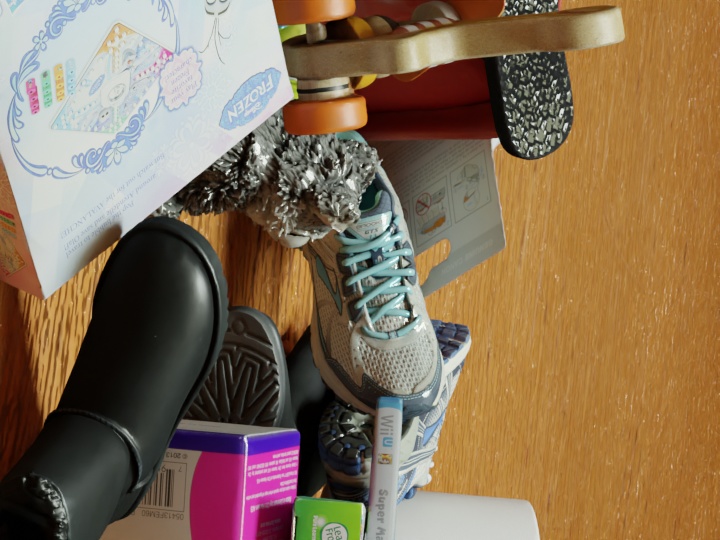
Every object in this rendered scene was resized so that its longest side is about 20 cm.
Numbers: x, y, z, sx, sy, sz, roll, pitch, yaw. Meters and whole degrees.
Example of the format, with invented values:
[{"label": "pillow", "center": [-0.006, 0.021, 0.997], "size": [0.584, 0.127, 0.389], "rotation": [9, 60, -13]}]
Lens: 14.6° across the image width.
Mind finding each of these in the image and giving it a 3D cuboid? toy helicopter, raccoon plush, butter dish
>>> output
[{"label": "toy helicopter", "center": [0.053, -0.128, 1.578], "size": [0.132, 0.199, 0.079], "rotation": [-27, 112, -68]}, {"label": "raccoon plush", "center": [-0.069, -0.087, 1.590], "size": [0.200, 0.133, 0.097], "rotation": [67, 32, -53]}, {"label": "butter dish", "center": [0.019, -0.195, 1.767], "size": [0.148, 0.198, 0.201], "rotation": [42, 56, -52]}]

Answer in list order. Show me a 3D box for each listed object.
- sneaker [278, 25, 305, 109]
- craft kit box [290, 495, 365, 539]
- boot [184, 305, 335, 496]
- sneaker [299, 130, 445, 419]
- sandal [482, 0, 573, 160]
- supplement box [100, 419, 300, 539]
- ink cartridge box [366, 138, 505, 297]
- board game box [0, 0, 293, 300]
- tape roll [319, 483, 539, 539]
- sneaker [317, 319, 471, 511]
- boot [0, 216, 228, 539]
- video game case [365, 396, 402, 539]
[{"label": "sneaker", "center": [-0.054, -0.137, 1.723], "size": [0.105, 0.075, 0.201], "rotation": [-77, 166, -47]}, {"label": "craft kit box", "center": [-0.023, 0.235, 1.642], "size": [0.200, 0.048, 0.199], "rotation": [81, 15, -84]}, {"label": "boot", "center": [-0.045, 0.073, 1.798], "size": [0.200, 0.065, 0.166], "rotation": [-40, 137, -62]}, {"label": "sneaker", "center": [0.000, 0.000, 1.743], "size": [0.087, 0.077, 0.201], "rotation": [96, -23, -55]}, {"label": "sandal", "center": [0.085, -0.162, 1.692], "size": [0.075, 0.045, 0.201], "rotation": [-25, 121, -29]}, {"label": "supplement box", "center": [-0.101, 0.188, 1.603], "size": [0.103, 0.101, 0.201], "rotation": [4, 91, -73]}, {"label": "ink cartridge box", "center": [0.047, -0.065, 1.841], "size": [0.047, 0.160, 0.201], "rotation": [18, 54, -36]}, {"label": "board game box", "center": [-0.129, -0.122, 1.445], "size": [0.200, 0.043, 0.200], "rotation": [-41, 136, -32]}, {"label": "tape roll", "center": [0.035, 0.245, 1.855], "size": [0.203, 0.138, 0.204], "rotation": [-174, -90, -84]}, {"label": "sneaker", "center": [0.019, 0.099, 1.827], "size": [0.200, 0.077, 0.086], "rotation": [-54, 147, -55]}, {"label": "boot", "center": [-0.141, 0.086, 1.438], "size": [0.199, 0.073, 0.163], "rotation": [-69, 171, 28]}, {"label": "video game case", "center": [0.010, 0.195, 1.655], "size": [0.201, 0.018, 0.144], "rotation": [-85, 178, -46]}]
